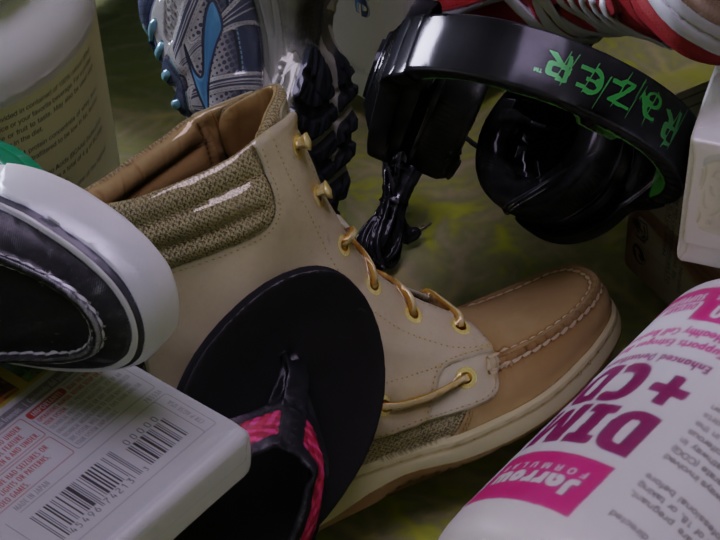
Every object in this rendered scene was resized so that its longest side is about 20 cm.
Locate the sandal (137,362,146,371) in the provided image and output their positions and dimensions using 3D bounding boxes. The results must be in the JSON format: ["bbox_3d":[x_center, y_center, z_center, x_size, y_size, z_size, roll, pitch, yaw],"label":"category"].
[{"bbox_3d":[-0.093,0.039,0.816,0.199,0.055,0.082,-11,67,-29],"label":"sandal"}]

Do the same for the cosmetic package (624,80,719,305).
[{"bbox_3d":[0.203,0.005,0.807,0.103,0.088,0.200,-19,43,-22],"label":"cosmetic package"}]

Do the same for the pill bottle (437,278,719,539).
[{"bbox_3d":[0.095,0.100,0.691,0.113,0.114,0.200,27,50,30],"label":"pill bottle"}]

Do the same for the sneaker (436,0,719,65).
[{"bbox_3d":[0.092,-0.108,0.797,0.071,0.113,0.201,25,27,-24],"label":"sneaker"}]

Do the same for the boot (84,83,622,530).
[{"bbox_3d":[0.000,0.000,0.774,0.199,0.157,0.073,-24,19,-18],"label":"boot"}]

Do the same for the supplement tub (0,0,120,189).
[{"bbox_3d":[-0.173,-0.064,0.827,0.144,0.201,0.146,-2,42,2],"label":"supplement tub"}]

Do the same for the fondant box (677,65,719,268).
[{"bbox_3d":[0.212,-0.069,0.782,0.143,0.059,0.201,12,42,14],"label":"fondant box"}]

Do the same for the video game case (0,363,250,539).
[{"bbox_3d":[-0.165,0.073,0.646,0.181,0.023,0.200,27,47,27],"label":"video game case"}]

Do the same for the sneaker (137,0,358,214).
[{"bbox_3d":[-0.050,-0.090,0.876,0.086,0.202,0.077,7,6,24],"label":"sneaker"}]

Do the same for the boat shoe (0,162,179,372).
[{"bbox_3d":[-0.155,0.002,0.657,0.199,0.072,0.068,16,40,20],"label":"boat shoe"}]

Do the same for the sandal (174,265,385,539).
[{"bbox_3d":[-0.050,0.090,0.701,0.201,0.075,0.045,-56,20,-11],"label":"sandal"}]

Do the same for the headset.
[{"bbox_3d":[0.050,-0.045,0.814,0.123,0.200,0.095,25,80,-19],"label":"headset"}]

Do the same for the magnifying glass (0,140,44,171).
[{"bbox_3d":[-0.116,0.049,0.734,0.079,0.201,0.022,-23,-3,33],"label":"magnifying glass"}]

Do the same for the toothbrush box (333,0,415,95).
[{"bbox_3d":[0.066,-0.183,0.973,0.199,0.147,0.085,-34,49,-28],"label":"toothbrush box"}]
